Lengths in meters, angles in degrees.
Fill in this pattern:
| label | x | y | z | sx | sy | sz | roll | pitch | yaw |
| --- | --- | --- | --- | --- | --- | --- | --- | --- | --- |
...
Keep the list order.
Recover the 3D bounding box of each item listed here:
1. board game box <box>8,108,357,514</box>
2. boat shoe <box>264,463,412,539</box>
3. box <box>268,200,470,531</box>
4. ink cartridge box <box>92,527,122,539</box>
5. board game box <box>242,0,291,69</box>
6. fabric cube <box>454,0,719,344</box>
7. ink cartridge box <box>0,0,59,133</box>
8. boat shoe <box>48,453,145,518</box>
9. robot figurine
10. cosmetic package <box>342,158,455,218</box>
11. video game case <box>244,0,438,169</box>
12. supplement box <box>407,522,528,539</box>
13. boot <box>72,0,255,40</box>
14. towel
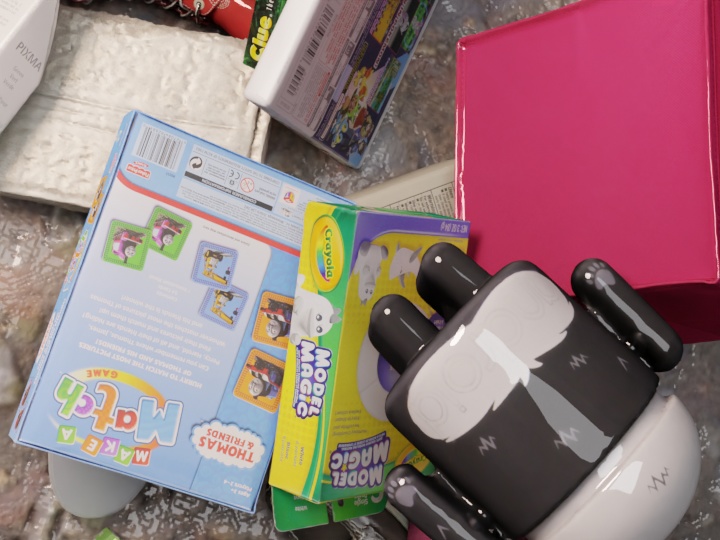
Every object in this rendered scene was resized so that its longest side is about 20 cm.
| label | x | y | z | sx | sy | sz | roll | pitch | yaw |
| --- | --- | --- | --- | --- | --- | --- | --- | --- | --- |
| board game box | -0.103 | 0.027 | 0.740 | 0.151 | 0.037 | 0.201 | 22 | 81 | -22 |
| boat shoe | 0.011 | 0.205 | 0.840 | 0.201 | 0.072 | 0.061 | 41 | 45 | -9 |
| box | 0.005 | 0.062 | 0.767 | 0.117 | 0.048 | 0.201 | 1 | 100 | -50 |
| ink cartridge box | -0.184 | 0.285 | 0.778 | 0.200 | 0.084 | 0.146 | -42 | 95 | -16 |
| board game box | -0.008 | -0.200 | 0.828 | 0.023 | 0.200 | 0.105 | 28 | 119 | 18 |
| fabric cube | 0.199 | -0.061 | 0.825 | 0.199 | 0.199 | 0.197 | 14 | 74 | -44 |
| ink cartridge box | -0.250 | -0.179 | 0.789 | 0.161 | 0.050 | 0.200 | 30 | 76 | 28 |
| boat shoe | -0.165 | 0.059 | 0.818 | 0.074 | 0.086 | 0.203 | 5 | 111 | -12 |
| robot figurine | 0.094 | 0.076 | 0.690 | 0.200 | 0.125 | 0.150 | 43 | 118 | 8 |
| cosmetic package | 0.000 | 0.000 | 0.848 | 0.199 | 0.073 | 0.104 | -20 | 98 | -26 |
| video game case | 0.005 | -0.179 | 0.824 | 0.023 | 0.182 | 0.201 | 25 | 90 | 20 |
| supplement box | 0.106 | 0.160 | 0.809 | 0.103 | 0.131 | 0.201 | 27 | 53 | -27 |
| boot | -0.132 | -0.188 | 0.860 | 0.144 | 0.072 | 0.201 | -30 | 84 | -16 |
| towel | -0.156 | -0.102 | 0.813 | 0.199 | 0.034 | 0.133 | 11 | 86 | -6 |
